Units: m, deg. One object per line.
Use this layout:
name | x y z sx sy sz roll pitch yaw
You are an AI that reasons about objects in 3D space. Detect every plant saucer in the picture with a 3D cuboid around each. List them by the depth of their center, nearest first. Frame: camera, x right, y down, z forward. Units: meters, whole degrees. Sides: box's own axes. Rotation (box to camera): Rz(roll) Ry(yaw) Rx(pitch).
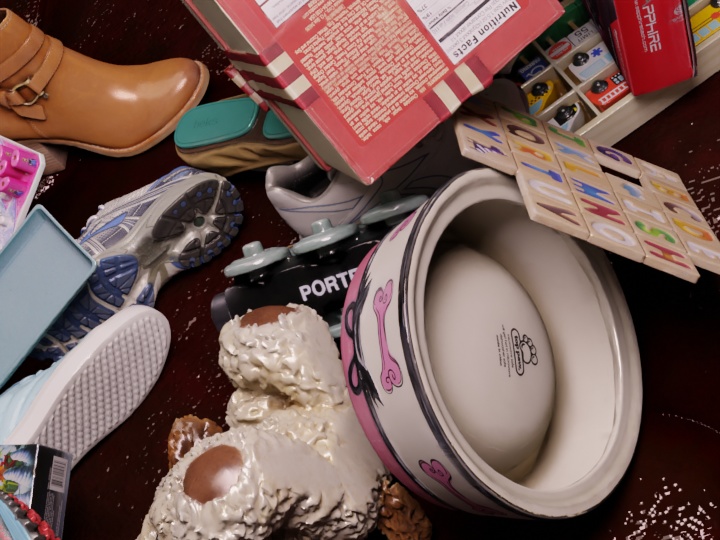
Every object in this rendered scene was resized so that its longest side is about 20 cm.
plant saucer | -0.267 0.051 1.135 0.070 0.019 0.200 42 95 21

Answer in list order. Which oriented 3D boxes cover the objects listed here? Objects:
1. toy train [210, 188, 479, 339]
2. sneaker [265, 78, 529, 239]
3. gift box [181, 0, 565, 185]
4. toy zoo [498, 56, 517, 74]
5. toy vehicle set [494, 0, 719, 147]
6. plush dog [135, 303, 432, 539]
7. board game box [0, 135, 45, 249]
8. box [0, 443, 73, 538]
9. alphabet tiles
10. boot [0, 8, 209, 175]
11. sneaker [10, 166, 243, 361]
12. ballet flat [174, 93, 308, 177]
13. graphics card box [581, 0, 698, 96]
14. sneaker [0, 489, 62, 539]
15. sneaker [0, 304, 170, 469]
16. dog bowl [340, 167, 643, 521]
toy train | 0.000 0.000 1.045 0.199 0.086 0.114 -20 2 25
sneaker | 0.024 -0.073 1.083 0.199 0.087 0.075 -30 51 21
gift box | -0.008 -0.185 0.976 0.184 0.201 0.187 -37 13 -5
toy zoo | 0.103 -0.221 1.077 0.020 0.200 0.132 0 73 -8
toy vehicle set | 0.170 -0.148 1.112 0.199 0.027 0.124 -35 44 2
plush dog | -0.067 0.144 0.965 0.171 0.160 0.201 -33 25 29
board game box | -0.353 -0.026 1.288 0.199 0.026 0.201 23 91 42
box | -0.263 0.215 1.035 0.136 0.040 0.202 -5 71 29
alphabet tiles | 0.132 -0.051 0.930 0.200 0.166 0.008 -94 27 -67
boot | -0.238 -0.164 1.288 0.199 0.155 0.077 -13 48 23
sneaker | -0.181 -0.008 1.196 0.199 0.077 0.085 -35 34 -9
ballet flat | -0.056 -0.105 1.172 0.199 0.063 0.069 -3 59 46
graphics card box | 0.164 -0.227 1.068 0.051 0.126 0.201 -20 46 4
sneaker | -0.199 0.227 0.942 0.095 0.079 0.201 -27 72 -6
sneaker | -0.223 0.093 1.127 0.200 0.074 0.082 -47 50 -11
dog bowl | 0.072 0.048 0.904 0.074 0.200 0.201 -21 43 43
